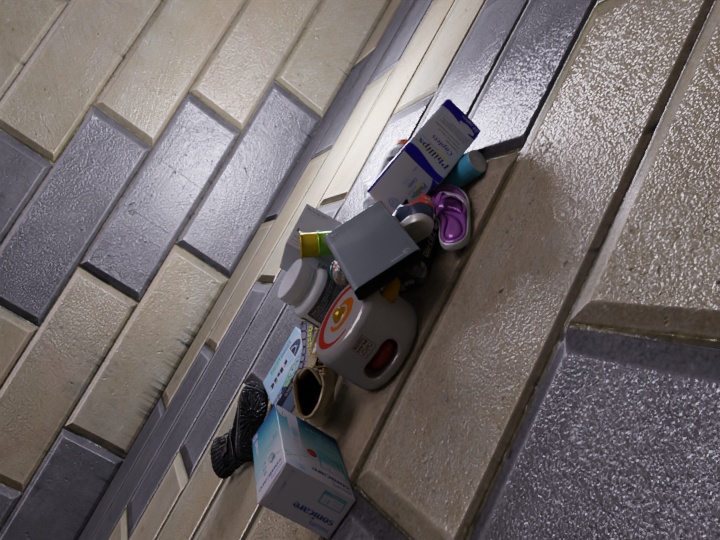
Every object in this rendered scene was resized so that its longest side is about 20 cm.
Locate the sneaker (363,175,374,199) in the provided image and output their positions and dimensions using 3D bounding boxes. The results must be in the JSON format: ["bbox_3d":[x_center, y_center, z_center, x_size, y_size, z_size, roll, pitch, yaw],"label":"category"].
[{"bbox_3d":[0.071,-0.245,1.721,0.200,0.069,0.082,-47,29,45],"label":"sneaker"}]

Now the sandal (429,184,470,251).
[{"bbox_3d":[0.174,-0.118,1.217,0.080,0.051,0.205,-18,39,8],"label":"sandal"}]

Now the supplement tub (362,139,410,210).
[{"bbox_3d":[0.088,-0.206,1.509,0.122,0.121,0.204,-29,34,54],"label":"supplement tub"}]

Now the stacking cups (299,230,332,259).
[{"bbox_3d":[-0.034,-0.058,1.364,0.060,0.193,0.063,177,90,-82],"label":"stacking cups"}]

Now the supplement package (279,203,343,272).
[{"bbox_3d":[-0.074,-0.034,1.474,0.113,0.196,0.156,-64,3,-25],"label":"supplement package"}]

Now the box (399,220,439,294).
[{"bbox_3d":[0.090,-0.028,1.337,0.199,0.049,0.164,-27,34,57],"label":"box"}]

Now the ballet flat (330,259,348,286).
[{"bbox_3d":[0.000,0.000,1.300,0.062,0.078,0.199,-2,6,20],"label":"ballet flat"}]

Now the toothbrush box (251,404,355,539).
[{"bbox_3d":[-0.104,0.341,1.091,0.086,0.145,0.200,-54,18,6],"label":"toothbrush box"}]

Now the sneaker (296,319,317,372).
[{"bbox_3d":[-0.093,0.199,1.425,0.072,0.082,0.206,-9,63,29],"label":"sneaker"}]

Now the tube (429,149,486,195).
[{"bbox_3d":[0.185,-0.178,1.338,0.077,0.051,0.199,-28,-7,-41],"label":"tube"}]

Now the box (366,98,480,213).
[{"bbox_3d":[0.134,-0.234,1.361,0.201,0.105,0.184,-51,4,-33],"label":"box"}]

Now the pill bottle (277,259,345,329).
[{"bbox_3d":[-0.074,0.070,1.362,0.113,0.198,0.114,-46,22,25],"label":"pill bottle"}]

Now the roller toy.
[{"bbox_3d":[0.006,0.112,1.182,0.199,0.138,0.186,-31,32,51],"label":"roller toy"}]

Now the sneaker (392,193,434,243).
[{"bbox_3d":[0.079,-0.090,1.274,0.198,0.074,0.087,-23,45,46],"label":"sneaker"}]

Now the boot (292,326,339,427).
[{"bbox_3d":[-0.085,0.195,1.237,0.156,0.070,0.206,71,-153,-71],"label":"boot"}]

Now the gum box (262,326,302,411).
[{"bbox_3d":[-0.171,0.246,1.575,0.173,0.044,0.200,-59,18,-2],"label":"gum box"}]

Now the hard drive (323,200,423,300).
[{"bbox_3d":[0.020,-0.041,1.174,0.137,0.033,0.201,-32,37,-1],"label":"hard drive"}]

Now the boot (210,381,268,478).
[{"bbox_3d":[-0.311,0.402,1.600,0.157,0.078,0.216,-40,33,42],"label":"boot"}]
